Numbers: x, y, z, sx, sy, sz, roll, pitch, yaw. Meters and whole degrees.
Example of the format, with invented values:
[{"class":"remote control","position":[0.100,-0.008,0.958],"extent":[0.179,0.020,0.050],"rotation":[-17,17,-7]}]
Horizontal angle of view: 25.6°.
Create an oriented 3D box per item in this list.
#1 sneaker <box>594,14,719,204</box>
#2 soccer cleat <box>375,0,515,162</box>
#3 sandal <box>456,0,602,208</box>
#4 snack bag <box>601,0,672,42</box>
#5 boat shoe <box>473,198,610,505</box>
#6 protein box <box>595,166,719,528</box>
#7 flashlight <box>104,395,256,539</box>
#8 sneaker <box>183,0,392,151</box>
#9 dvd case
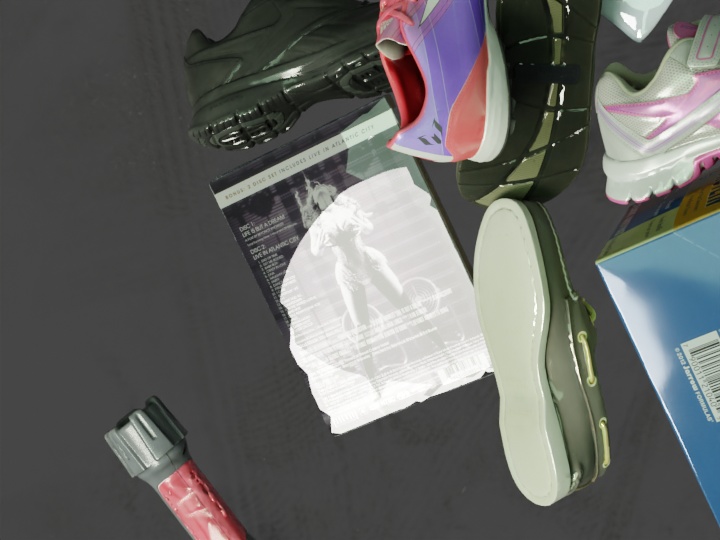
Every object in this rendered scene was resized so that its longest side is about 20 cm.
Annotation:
[{"class":"sneaker","position":[0.223,-0.114,0.943],"extent":[0.198,0.081,0.089],"rotation":[-22,100,22]},{"class":"soccer cleat","position":[0.040,-0.162,0.941],"extent":[0.072,0.068,0.203],"rotation":[-3,76,-20]},{"class":"sandal","position":[0.110,-0.123,0.989],"extent":[0.079,0.058,0.203],"rotation":[9,125,-4]},{"class":"snack bag","position":[0.153,-0.263,0.955],"extent":[0.188,0.021,0.201],"rotation":[34,116,7]},{"class":"boat shoe","position":[0.122,0.049,1.037],"extent":[0.072,0.060,0.205],"rotation":[8,110,58]},{"class":"protein box","position":[0.278,0.026,0.937],"extent":[0.198,0.135,0.200],"rotation":[-24,97,23]},{"class":"flashlight","position":[-0.106,0.183,1.149],"extent":[0.067,0.068,0.201],"rotation":[-35,94,25]},{"class":"sneaker","position":[-0.030,-0.150,1.022],"extent":[0.198,0.076,0.092],"rotation":[-19,74,10]},{"class":"dvd case","position":[0.000,0.000,1.087],"extent":[0.147,0.016,0.202],"rotation":[-23,98,24]}]
